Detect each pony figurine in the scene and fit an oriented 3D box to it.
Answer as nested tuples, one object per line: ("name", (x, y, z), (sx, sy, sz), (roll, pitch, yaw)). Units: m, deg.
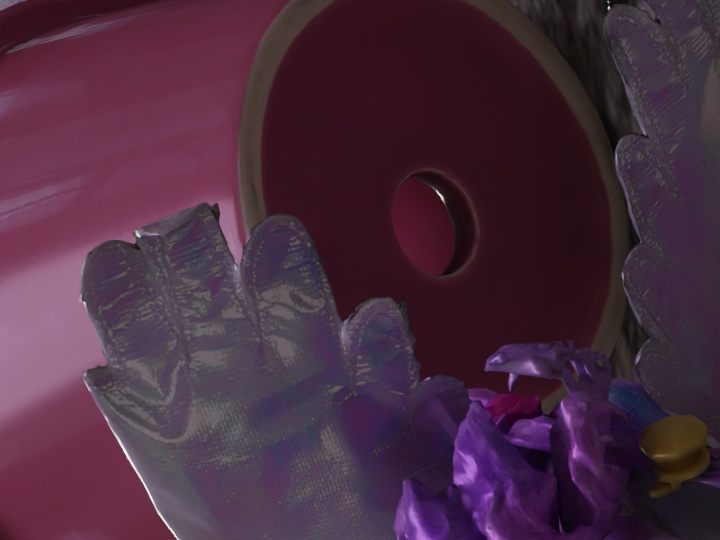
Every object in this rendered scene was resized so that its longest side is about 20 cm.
("pony figurine", (0.053, 0.052, 0.509), (0.200, 0.166, 0.193), (40, 151, 48))

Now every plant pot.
("plant pot", (-0.031, 0.003, 0.697), (0.179, 0.200, 0.200), (-23, 78, 49))

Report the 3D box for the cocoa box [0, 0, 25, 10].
("cocoa box", (-0.136, -0.173, 0.868), (0.200, 0.131, 0.134), (-68, -5, -74))
